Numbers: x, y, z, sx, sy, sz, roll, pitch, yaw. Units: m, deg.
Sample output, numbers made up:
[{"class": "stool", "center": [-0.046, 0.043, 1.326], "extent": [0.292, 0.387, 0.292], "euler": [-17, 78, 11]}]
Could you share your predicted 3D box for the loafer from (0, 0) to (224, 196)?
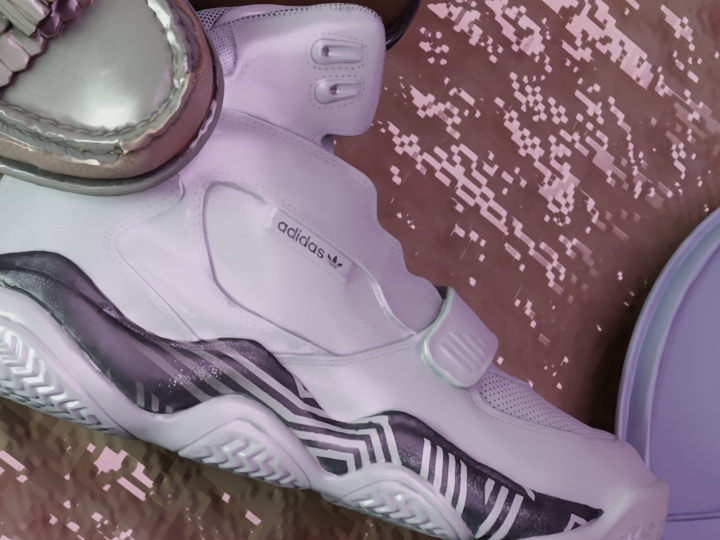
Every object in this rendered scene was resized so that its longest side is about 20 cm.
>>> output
[{"class": "loafer", "center": [-0.117, -0.092, 0.628], "extent": [0.200, 0.063, 0.072], "euler": [40, 81, 13]}]

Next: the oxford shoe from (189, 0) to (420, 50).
[{"class": "oxford shoe", "center": [-0.058, -0.121, 0.696], "extent": [0.200, 0.084, 0.073], "euler": [34, 61, -19]}]

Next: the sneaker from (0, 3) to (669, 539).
[{"class": "sneaker", "center": [0.000, 0.000, 0.686], "extent": [0.200, 0.075, 0.115], "euler": [19, 85, -19]}]

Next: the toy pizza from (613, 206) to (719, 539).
[{"class": "toy pizza", "center": [0.151, 0.068, 0.791], "extent": [0.200, 0.032, 0.201], "euler": [9, 71, -28]}]
